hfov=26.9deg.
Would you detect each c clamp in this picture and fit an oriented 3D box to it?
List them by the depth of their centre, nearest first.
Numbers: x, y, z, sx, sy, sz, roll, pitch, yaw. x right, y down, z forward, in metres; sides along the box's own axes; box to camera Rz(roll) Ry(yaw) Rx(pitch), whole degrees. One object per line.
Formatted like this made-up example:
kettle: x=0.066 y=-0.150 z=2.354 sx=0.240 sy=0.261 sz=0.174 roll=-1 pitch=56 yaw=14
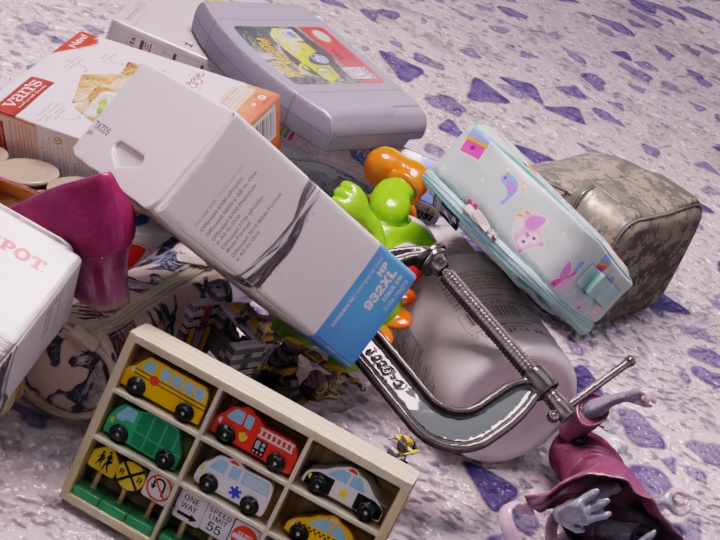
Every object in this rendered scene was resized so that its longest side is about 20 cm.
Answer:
c clamp: x=0.076 y=0.051 z=1.116 sx=0.171 sy=0.027 sz=0.200 roll=-37 pitch=72 yaw=-27

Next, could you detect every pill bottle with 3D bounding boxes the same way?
pill bottle: x=0.086 y=0.052 z=1.236 sx=0.114 sy=0.115 sz=0.200 roll=8 pitch=30 yaw=-27

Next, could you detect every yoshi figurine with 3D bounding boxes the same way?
yoshi figurine: x=-0.014 y=-0.007 z=1.196 sx=0.112 sy=0.112 sz=0.200 roll=49 pitch=39 yaw=-27

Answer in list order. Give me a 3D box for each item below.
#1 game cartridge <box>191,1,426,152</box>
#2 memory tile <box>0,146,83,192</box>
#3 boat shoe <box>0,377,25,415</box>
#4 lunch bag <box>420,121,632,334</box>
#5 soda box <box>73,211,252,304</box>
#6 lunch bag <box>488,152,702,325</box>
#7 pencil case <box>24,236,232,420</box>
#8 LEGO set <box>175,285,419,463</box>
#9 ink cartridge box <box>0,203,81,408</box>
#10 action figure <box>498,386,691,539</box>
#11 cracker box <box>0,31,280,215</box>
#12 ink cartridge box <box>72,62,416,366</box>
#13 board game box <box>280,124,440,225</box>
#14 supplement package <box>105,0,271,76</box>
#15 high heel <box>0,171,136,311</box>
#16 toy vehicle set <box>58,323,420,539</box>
game cartridge: x=-0.050 y=-0.169 z=1.282 sx=0.133 sy=0.041 sz=0.200 roll=-12 pitch=45 yaw=-42
memory tile: x=-0.288 y=-0.046 z=1.089 sx=0.153 sy=0.017 sz=0.200 roll=19 pitch=27 yaw=20
boat shoe: x=-0.278 y=0.028 z=1.040 sx=0.063 sy=0.073 sz=0.200 roll=-11 pitch=35 yaw=-41
lunch bag: x=0.138 y=-0.028 z=1.203 sx=0.161 sy=0.077 sz=0.200 roll=50 pitch=9 yaw=23
soda box: x=-0.173 y=-0.018 z=1.206 sx=0.199 sy=0.068 sz=0.064 roll=0 pitch=33 yaw=-39
lunch bag: x=0.219 y=-0.046 z=1.495 sx=0.168 sy=0.140 sz=0.200 roll=38 pitch=29 yaw=26
pencil case: x=-0.166 y=0.039 z=1.084 sx=0.078 sy=0.090 sz=0.200 roll=35 pitch=27 yaw=8
LEGO set: x=-0.047 y=0.089 z=1.057 sx=0.153 sy=0.116 sz=0.200 roll=1 pitch=34 yaw=-38
ink cartridge box: x=-0.280 y=0.044 z=0.897 sx=0.146 sy=0.084 sz=0.200 roll=30 pitch=53 yaw=3
action figure: x=0.179 y=0.170 z=1.152 sx=0.148 sy=0.134 sz=0.200 roll=-23 pitch=17 yaw=3
cracker box: x=-0.181 y=-0.115 z=1.205 sx=0.199 sy=0.058 sz=0.134 roll=19 pitch=42 yaw=21
ink cartridge box: x=-0.079 y=-0.038 z=1.031 sx=0.200 sy=0.084 sz=0.145 roll=41 pitch=-5 yaw=-38
board game box: x=-0.023 y=-0.088 z=1.365 sx=0.198 sy=0.044 sz=0.200 roll=22 pitch=-11 yaw=-3
supplement package: x=-0.174 y=-0.173 z=1.395 sx=0.110 sy=0.156 sz=0.200 roll=21 pitch=27 yaw=-3
high heel: x=-0.221 y=-0.052 z=0.984 sx=0.067 sy=0.096 sz=0.200 roll=-24 pitch=40 yaw=-36
toy vehicle set: x=-0.077 y=0.134 z=0.941 sx=0.199 sy=0.125 sz=0.027 roll=27 pitch=16 yaw=9
